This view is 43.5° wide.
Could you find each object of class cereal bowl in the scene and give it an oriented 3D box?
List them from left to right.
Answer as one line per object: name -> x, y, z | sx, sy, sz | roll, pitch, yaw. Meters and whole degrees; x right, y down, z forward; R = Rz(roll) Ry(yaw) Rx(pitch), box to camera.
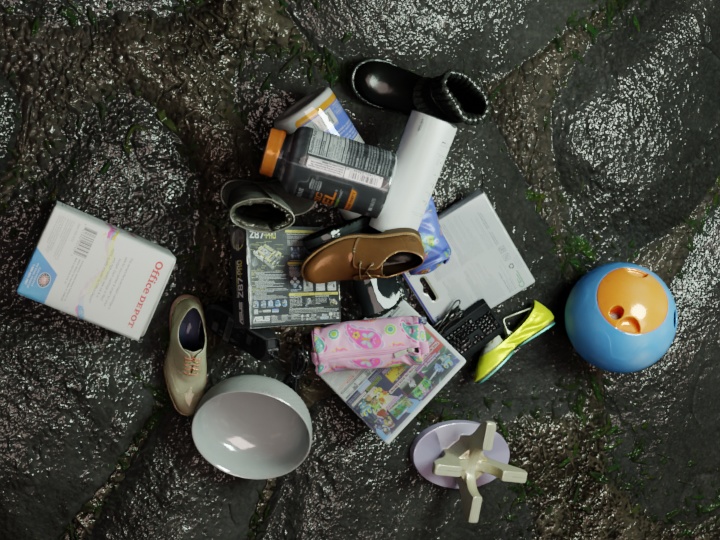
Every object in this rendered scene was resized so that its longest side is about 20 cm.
cereal bowl -> -0.176, 0.248, 1.499 | 0.198, 0.084, 0.202 | 1, 125, 2

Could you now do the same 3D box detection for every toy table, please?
toy table -> 0.202, 0.350, 1.649 | 0.198, 0.117, 0.186 | -4, 100, -17

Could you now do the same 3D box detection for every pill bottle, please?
pill bottle -> -0.052, -0.155, 1.374 | 0.198, 0.106, 0.107 | 15, 94, -8
pill bottle -> -0.045, -0.187, 1.478 | 0.112, 0.112, 0.201 | -37, 109, -10

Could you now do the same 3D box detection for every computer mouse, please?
computer mouse -> -0.172, 0.127, 1.508 | 0.199, 0.141, 0.046 | 27, 47, 10

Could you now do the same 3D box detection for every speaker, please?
speaker -> 0.084, -0.149, 1.450 | 0.081, 0.081, 0.202 | 18, 99, -21

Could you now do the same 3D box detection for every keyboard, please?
keyboard -> 0.156, 0.132, 1.613 | 0.199, 0.040, 0.104 | -38, 108, 5

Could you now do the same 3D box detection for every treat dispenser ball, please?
treat dispenser ball -> 0.476, 0.086, 1.654 | 0.199, 0.201, 0.203 | -3, 100, -18

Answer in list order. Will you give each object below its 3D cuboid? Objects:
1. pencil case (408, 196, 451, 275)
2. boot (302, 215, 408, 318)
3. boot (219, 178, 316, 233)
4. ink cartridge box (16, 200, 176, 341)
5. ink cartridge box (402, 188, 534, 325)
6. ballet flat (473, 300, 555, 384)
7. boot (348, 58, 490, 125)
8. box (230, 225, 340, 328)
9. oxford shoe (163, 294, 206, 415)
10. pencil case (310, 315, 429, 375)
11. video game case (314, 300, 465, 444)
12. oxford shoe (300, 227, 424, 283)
pencil case -> 0.094, -0.094, 1.532 | 0.086, 0.078, 0.202 | -17, 87, -2
boot -> 0.000, 0.000, 1.495 | 0.199, 0.076, 0.170 | -22, 99, -52
boot -> -0.132, -0.105, 1.413 | 0.180, 0.200, 0.073 | -5, 99, -18
ink cartridge box -> -0.406, 0.001, 1.398 | 0.199, 0.085, 0.146 | 25, 91, -20
ink cartridge box -> 0.180, -0.011, 1.613 | 0.199, 0.041, 0.200 | -31, 108, 4
ballet flat -> 0.271, 0.127, 1.671 | 0.199, 0.067, 0.067 | -36, 87, -13
boot -> 0.097, -0.297, 1.483 | 0.209, 0.158, 0.080 | 14, 92, -21
box -> -0.118, 0.010, 1.461 | 0.199, 0.049, 0.163 | -1, 89, -45
oxford shoe -> -0.283, 0.144, 1.469 | 0.070, 0.074, 0.202 | -5, 100, -18
pencil case -> 0.016, 0.126, 1.526 | 0.198, 0.087, 0.088 | -5, 101, 2
video game case -> 0.052, 0.166, 1.572 | 0.182, 0.023, 0.200 | 44, 82, 11
oxford shoe -> 0.004, -0.014, 1.397 | 0.198, 0.072, 0.072 | -15, 126, 0
